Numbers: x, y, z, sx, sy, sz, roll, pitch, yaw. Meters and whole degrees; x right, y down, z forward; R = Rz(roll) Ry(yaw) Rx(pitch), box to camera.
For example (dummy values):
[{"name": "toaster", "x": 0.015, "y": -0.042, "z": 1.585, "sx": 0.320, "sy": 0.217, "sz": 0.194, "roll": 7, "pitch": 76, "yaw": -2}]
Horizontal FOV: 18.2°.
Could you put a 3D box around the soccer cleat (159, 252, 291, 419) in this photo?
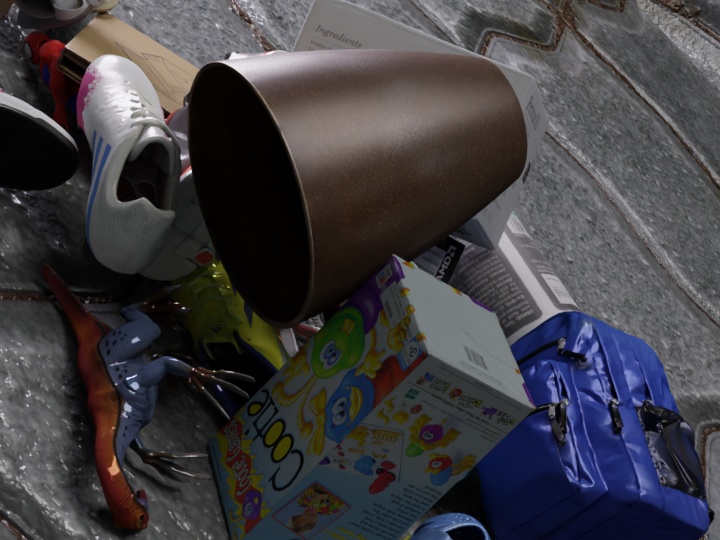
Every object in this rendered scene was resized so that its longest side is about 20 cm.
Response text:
[{"name": "soccer cleat", "x": -0.099, "y": 0.040, "z": 1.631, "sx": 0.201, "sy": 0.065, "sz": 0.084, "roll": 58, "pitch": 13, "yaw": 25}]

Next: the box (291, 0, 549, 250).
[{"name": "box", "x": 0.042, "y": -0.123, "z": 1.903, "sx": 0.199, "sy": 0.131, "sz": 0.199, "roll": 22, "pitch": -3, "yaw": 11}]

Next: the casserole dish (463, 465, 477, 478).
[{"name": "casserole dish", "x": 0.051, "y": 0.108, "z": 1.762, "sx": 0.200, "sy": 0.039, "sz": 0.122, "roll": -3, "pitch": 78, "yaw": -75}]

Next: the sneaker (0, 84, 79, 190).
[{"name": "sneaker", "x": -0.289, "y": -0.139, "z": 1.593, "sx": 0.200, "sy": 0.084, "sz": 0.121, "roll": 27, "pitch": 37, "yaw": -37}]

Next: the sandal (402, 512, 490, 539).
[{"name": "sandal", "x": 0.063, "y": 0.213, "z": 1.602, "sx": 0.079, "sy": 0.087, "sz": 0.200, "roll": 45, "pitch": 19, "yaw": 5}]

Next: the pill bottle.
[{"name": "pill bottle", "x": 0.136, "y": 0.046, "z": 2.002, "sx": 0.113, "sy": 0.113, "sz": 0.200, "roll": 16, "pitch": 36, "yaw": -52}]

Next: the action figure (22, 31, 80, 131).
[{"name": "action figure", "x": -0.210, "y": -0.121, "z": 1.749, "sx": 0.200, "sy": 0.052, "sz": 0.065, "roll": 53, "pitch": 16, "yaw": 30}]

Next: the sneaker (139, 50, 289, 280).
[{"name": "sneaker", "x": -0.118, "y": -0.080, "z": 1.657, "sx": 0.082, "sy": 0.200, "sz": 0.077, "roll": 18, "pitch": -25, "yaw": 40}]

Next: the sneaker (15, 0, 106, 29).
[{"name": "sneaker", "x": -0.260, "y": -0.266, "z": 1.812, "sx": 0.200, "sy": 0.115, "sz": 0.075, "roll": 30, "pitch": -30, "yaw": 33}]

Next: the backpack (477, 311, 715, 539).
[{"name": "backpack", "x": 0.172, "y": 0.133, "z": 1.790, "sx": 0.168, "sy": 0.162, "sz": 0.201, "roll": 30, "pitch": 40, "yaw": -40}]

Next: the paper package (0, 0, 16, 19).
[{"name": "paper package", "x": -0.349, "y": -0.280, "z": 1.698, "sx": 0.190, "sy": 0.103, "sz": 0.200, "roll": 30, "pitch": 26, "yaw": -32}]

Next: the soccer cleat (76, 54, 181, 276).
[{"name": "soccer cleat", "x": -0.154, "y": -0.088, "z": 1.576, "sx": 0.070, "sy": 0.086, "sz": 0.201, "roll": 18, "pitch": 45, "yaw": -28}]

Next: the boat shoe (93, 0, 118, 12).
[{"name": "boat shoe", "x": -0.239, "y": -0.275, "z": 1.911, "sx": 0.072, "sy": 0.065, "sz": 0.200, "roll": 3, "pitch": 27, "yaw": -6}]

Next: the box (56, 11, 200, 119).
[{"name": "box", "x": -0.155, "y": -0.143, "z": 1.784, "sx": 0.163, "sy": 0.021, "sz": 0.200, "roll": 32, "pitch": 13, "yaw": -7}]

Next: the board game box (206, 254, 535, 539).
[{"name": "board game box", "x": 0.004, "y": 0.106, "z": 1.520, "sx": 0.105, "sy": 0.200, "sz": 0.103, "roll": 29, "pitch": 26, "yaw": -35}]

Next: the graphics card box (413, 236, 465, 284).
[{"name": "graphics card box", "x": -0.020, "y": -0.050, "z": 1.903, "sx": 0.200, "sy": 0.051, "sz": 0.125, "roll": 25, "pitch": -2, "yaw": -42}]

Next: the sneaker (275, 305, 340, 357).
[{"name": "sneaker", "x": -0.034, "y": 0.025, "z": 1.764, "sx": 0.078, "sy": 0.082, "sz": 0.200, "roll": 26, "pitch": 28, "yaw": -41}]

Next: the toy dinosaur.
[{"name": "toy dinosaur", "x": -0.158, "y": 0.094, "z": 1.469, "sx": 0.199, "sy": 0.105, "sz": 0.182, "roll": 11, "pitch": 30, "yaw": 18}]

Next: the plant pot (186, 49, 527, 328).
[{"name": "plant pot", "x": 0.008, "y": -0.078, "z": 1.557, "sx": 0.199, "sy": 0.187, "sz": 0.187, "roll": -18, "pitch": 58, "yaw": -24}]

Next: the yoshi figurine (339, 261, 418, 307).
[{"name": "yoshi figurine", "x": -0.009, "y": 0.012, "z": 1.667, "sx": 0.200, "sy": 0.112, "sz": 0.112, "roll": 55, "pitch": -5, "yaw": 44}]
